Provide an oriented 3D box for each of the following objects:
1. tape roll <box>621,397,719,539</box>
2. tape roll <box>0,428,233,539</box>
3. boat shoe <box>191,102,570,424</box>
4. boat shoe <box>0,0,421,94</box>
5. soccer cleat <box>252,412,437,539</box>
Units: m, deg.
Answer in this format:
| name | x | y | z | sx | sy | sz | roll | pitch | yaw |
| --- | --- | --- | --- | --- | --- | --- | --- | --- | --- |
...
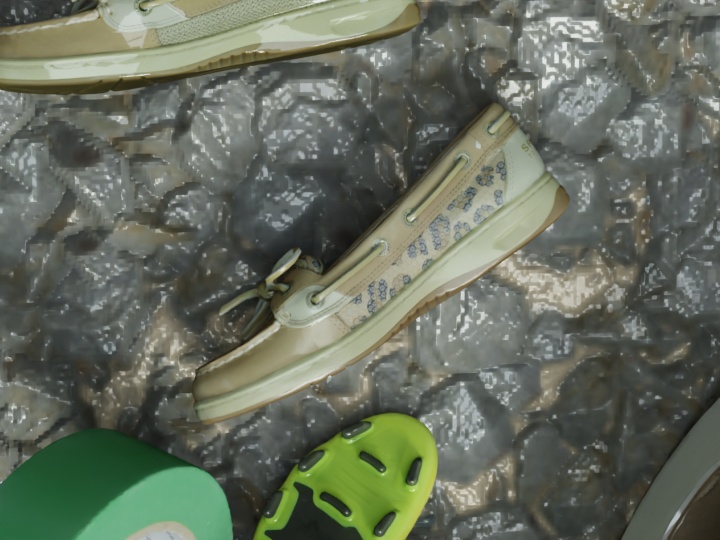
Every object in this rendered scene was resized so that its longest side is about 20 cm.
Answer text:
| name | x | y | z | sx | sy | sz | roll | pitch | yaw |
| --- | --- | --- | --- | --- | --- | --- | --- | --- | --- |
| tape roll | 0.208 | 0.156 | 1.097 | 0.139 | 0.203 | 0.203 | 29 | 94 | -10 |
| tape roll | -0.128 | 0.169 | 1.059 | 0.048 | 0.200 | 0.201 | 21 | 96 | 22 |
| boat shoe | 0.000 | 0.000 | 1.118 | 0.200 | 0.073 | 0.063 | -34 | 95 | -13 |
| boat shoe | -0.074 | -0.120 | 1.088 | 0.200 | 0.073 | 0.063 | -11 | 93 | -9 |
| soccer cleat | -0.024 | 0.158 | 1.143 | 0.065 | 0.084 | 0.201 | 24 | 77 | 22 |
